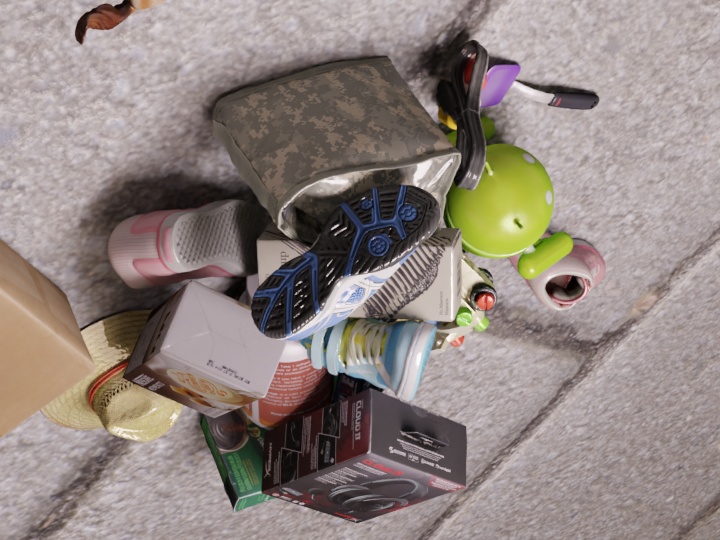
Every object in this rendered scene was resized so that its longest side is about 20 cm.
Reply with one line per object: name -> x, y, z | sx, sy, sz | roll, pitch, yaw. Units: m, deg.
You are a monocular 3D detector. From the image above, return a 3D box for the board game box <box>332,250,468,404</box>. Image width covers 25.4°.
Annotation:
board game box -> 0.047, 0.064, 1.816 | 0.200, 0.034, 0.136 | -42, 156, -40

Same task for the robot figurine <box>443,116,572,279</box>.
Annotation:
robot figurine -> 0.145, -0.072, 1.699 | 0.115, 0.177, 0.200 | -32, 178, 0

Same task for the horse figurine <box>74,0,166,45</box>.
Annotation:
horse figurine -> -0.166, -0.267, 1.318 | 0.200, 0.050, 0.132 | -47, 160, 6

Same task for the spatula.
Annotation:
spatula -> 0.192, -0.189, 1.717 | 0.198, 0.021, 0.057 | 4, 129, -41

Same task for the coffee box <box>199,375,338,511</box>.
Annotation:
coffee box -> -0.077, 0.194, 1.875 | 0.198, 0.124, 0.044 | -14, 154, -22

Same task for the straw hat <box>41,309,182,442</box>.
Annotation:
straw hat -> -0.240, 0.137, 1.717 | 0.199, 0.085, 0.202 | -21, 144, -16

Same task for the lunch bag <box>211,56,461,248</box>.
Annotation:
lunch bag -> -0.031, -0.106, 1.521 | 0.198, 0.165, 0.118 | -10, 136, -27

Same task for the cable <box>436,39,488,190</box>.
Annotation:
cable -> 0.114, -0.154, 1.569 | 0.050, 0.201, 0.098 | 21, 118, -23

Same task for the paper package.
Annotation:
paper package -> -0.383, 0.067, 1.512 | 0.190, 0.104, 0.200 | -34, 145, 5

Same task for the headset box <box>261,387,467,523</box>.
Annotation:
headset box -> 0.010, 0.203, 1.736 | 0.148, 0.078, 0.199 | 24, 146, -37

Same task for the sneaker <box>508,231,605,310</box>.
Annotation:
sneaker -> 0.252, 0.011, 1.930 | 0.075, 0.105, 0.199 | -46, 143, 16

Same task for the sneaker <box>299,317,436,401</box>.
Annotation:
sneaker -> 0.002, 0.076, 1.606 | 0.200, 0.129, 0.080 | 121, -11, -77

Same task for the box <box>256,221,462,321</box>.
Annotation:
box -> 0.000, 0.000, 1.578 | 0.197, 0.068, 0.083 | 1, 108, 11

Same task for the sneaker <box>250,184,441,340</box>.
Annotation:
sneaker -> -0.012, -0.007, 1.461 | 0.199, 0.076, 0.077 | -35, 162, 1

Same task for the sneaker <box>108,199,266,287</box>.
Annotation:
sneaker -> -0.174, -0.026, 1.586 | 0.104, 0.076, 0.200 | -8, 178, 27

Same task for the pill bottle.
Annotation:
pill bottle -> -0.082, 0.077, 1.744 | 0.111, 0.113, 0.201 | -19, 143, -18

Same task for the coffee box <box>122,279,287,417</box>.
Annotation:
coffee box -> -0.157, 0.082, 1.593 | 0.113, 0.081, 0.200 | 26, 162, -14

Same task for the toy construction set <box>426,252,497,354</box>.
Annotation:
toy construction set -> 0.065, 0.023, 1.677 | 0.131, 0.093, 0.200 | -38, 130, 17
